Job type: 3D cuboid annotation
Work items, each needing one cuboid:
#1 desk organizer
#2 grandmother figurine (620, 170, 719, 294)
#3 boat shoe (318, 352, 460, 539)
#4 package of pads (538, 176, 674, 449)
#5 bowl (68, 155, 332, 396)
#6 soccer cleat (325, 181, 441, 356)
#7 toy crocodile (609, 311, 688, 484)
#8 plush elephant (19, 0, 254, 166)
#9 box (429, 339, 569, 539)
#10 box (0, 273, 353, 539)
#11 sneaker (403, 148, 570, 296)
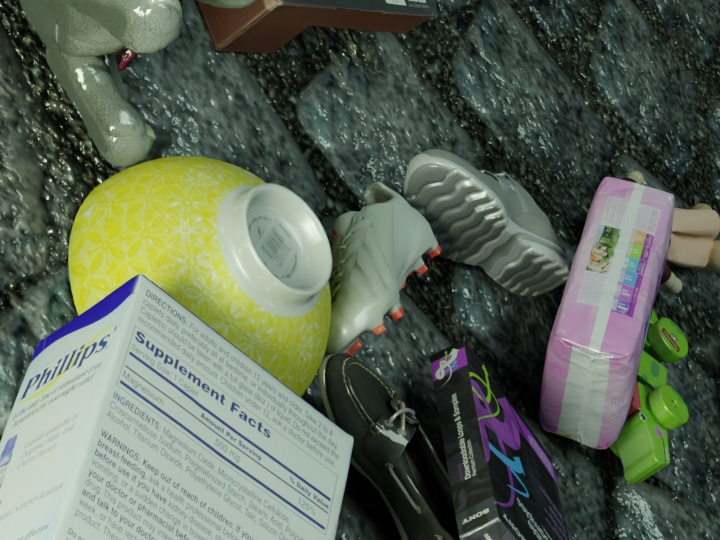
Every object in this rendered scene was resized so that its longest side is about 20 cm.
[{"bbox_3d":[-0.036,-0.218,1.424,0.199,0.077,0.072,-6,70,-52],"label":"desk organizer"},{"bbox_3d":[0.276,-0.039,1.694,0.199,0.060,0.122,2,56,-53],"label":"grandmother figurine"},{"bbox_3d":[0.039,0.139,1.250,0.201,0.057,0.067,63,29,-14],"label":"boat shoe"},{"bbox_3d":[0.203,0.034,1.484,0.075,0.121,0.201,15,48,8],"label":"package of pads"},{"bbox_3d":[-0.082,0.002,1.187,0.199,0.107,0.202,31,44,-35],"label":"bowl"},{"bbox_3d":[0.000,0.000,1.328,0.078,0.069,0.200,48,30,-7],"label":"soccer cleat"},{"bbox_3d":[0.237,0.097,1.541,0.062,0.067,0.201,34,40,-24],"label":"toy crocodile"},{"bbox_3d":[-0.146,-0.198,1.205,0.154,0.165,0.200,-30,63,-30],"label":"plush elephant"},{"bbox_3d":[0.107,0.162,1.295,0.143,0.036,0.201,53,18,-31],"label":"box"},{"bbox_3d":[-0.115,0.142,1.047,0.184,0.105,0.201,40,41,-25],"label":"box"},{"bbox_3d":[0.096,-0.050,1.482,0.200,0.074,0.083,37,33,-45],"label":"sneaker"}]
